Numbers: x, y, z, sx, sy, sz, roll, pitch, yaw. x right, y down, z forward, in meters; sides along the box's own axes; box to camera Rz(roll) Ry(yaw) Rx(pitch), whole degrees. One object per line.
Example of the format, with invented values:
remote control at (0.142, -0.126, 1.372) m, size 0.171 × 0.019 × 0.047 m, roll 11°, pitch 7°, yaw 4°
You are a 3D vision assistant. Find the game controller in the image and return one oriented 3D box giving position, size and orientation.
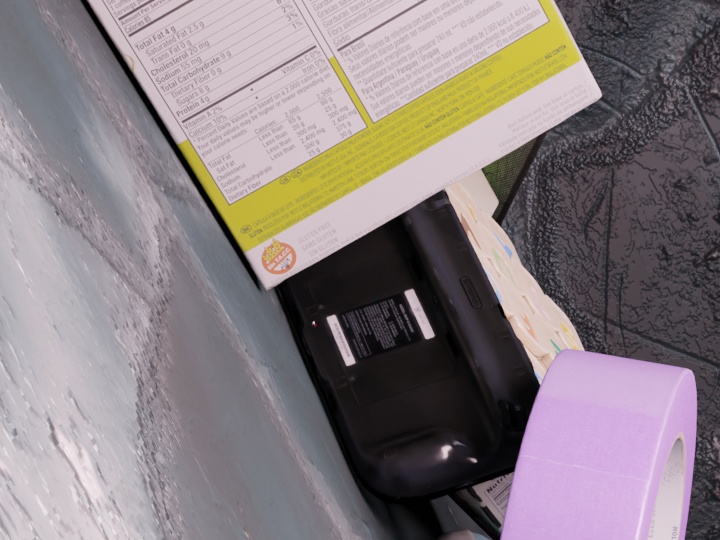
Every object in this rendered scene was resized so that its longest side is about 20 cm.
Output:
game controller at (0.023, 0.031, 1.308) m, size 0.042 × 0.104 × 0.201 m, roll 68°, pitch -2°, yaw -51°

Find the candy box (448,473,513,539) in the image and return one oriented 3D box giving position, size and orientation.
candy box at (0.062, 0.093, 1.419) m, size 0.136 × 0.061 × 0.200 m, roll 43°, pitch -6°, yaw 32°

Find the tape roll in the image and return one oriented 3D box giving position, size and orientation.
tape roll at (0.114, 0.142, 1.240) m, size 0.200 × 0.065 × 0.202 m, roll 10°, pitch 90°, yaw -75°

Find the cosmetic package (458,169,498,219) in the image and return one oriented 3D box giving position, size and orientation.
cosmetic package at (-0.010, -0.091, 1.539) m, size 0.201 × 0.103 × 0.073 m, roll 58°, pitch 37°, yaw -24°

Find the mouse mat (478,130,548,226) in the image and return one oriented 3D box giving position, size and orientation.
mouse mat at (0.034, -0.101, 1.563) m, size 0.160 × 0.201 × 0.008 m, roll 28°, pitch 45°, yaw 4°

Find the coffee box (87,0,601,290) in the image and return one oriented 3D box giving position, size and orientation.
coffee box at (-0.020, -0.153, 1.316) m, size 0.198 × 0.199 × 0.200 m, roll 58°, pitch 6°, yaw -25°

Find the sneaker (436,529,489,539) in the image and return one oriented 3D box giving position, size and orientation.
sneaker at (0.103, 0.186, 1.397) m, size 0.200 × 0.082 × 0.074 m, roll 55°, pitch 7°, yaw -53°

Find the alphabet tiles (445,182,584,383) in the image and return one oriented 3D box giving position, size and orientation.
alphabet tiles at (0.083, 0.011, 1.457) m, size 0.200 × 0.015 × 0.196 m, roll 45°, pitch 18°, yaw -40°
